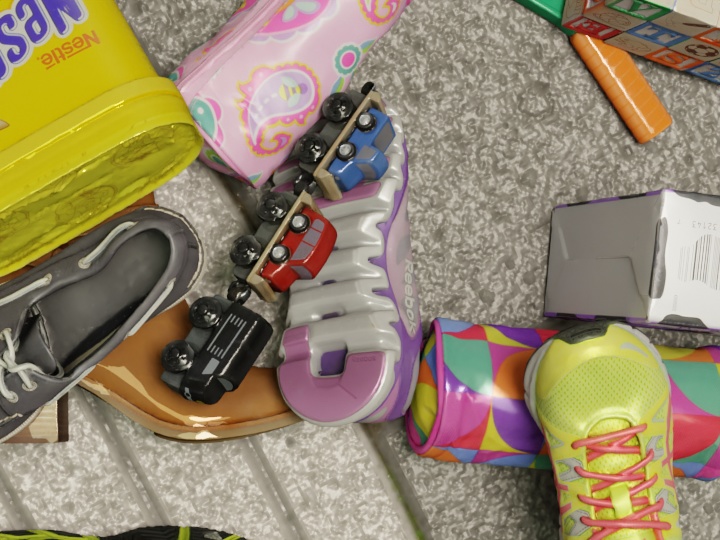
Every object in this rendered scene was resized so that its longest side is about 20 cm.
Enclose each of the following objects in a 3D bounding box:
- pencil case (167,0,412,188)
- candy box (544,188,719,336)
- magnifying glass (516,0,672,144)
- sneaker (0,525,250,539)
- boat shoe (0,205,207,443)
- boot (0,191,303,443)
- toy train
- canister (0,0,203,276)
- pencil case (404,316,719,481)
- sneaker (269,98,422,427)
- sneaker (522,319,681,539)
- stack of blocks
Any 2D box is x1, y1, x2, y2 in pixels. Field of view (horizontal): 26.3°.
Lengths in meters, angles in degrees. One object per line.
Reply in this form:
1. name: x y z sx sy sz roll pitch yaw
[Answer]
1. pencil case: -0.028 -0.141 0.859 0.087 0.087 0.200 41 85 -9
2. candy box: 0.226 0.004 0.871 0.199 0.168 0.072 7 88 -11
3. magnifying glass: 0.123 -0.165 0.928 0.079 0.022 0.200 -37 95 -10
4. sneaker: -0.128 0.187 0.851 0.199 0.075 0.077 2 97 -1
5. boat shoe: -0.168 0.033 0.781 0.199 0.063 0.073 -34 89 -2
6. boot: -0.117 0.017 0.855 0.199 0.077 0.156 0 86 -5
7. toy train: -0.037 -0.016 0.818 0.046 0.034 0.201 26 75 23
8. canister: -0.193 -0.116 0.797 0.148 0.087 0.201 -30 77 -3
9. pencil case: 0.126 0.076 0.896 0.199 0.088 0.089 7 88 -14
10. sneaker: 0.000 0.000 0.872 0.080 0.088 0.201 -9 66 24
11. sneaker: 0.139 0.116 0.818 0.078 0.091 0.201 -14 124 5
12. stack of blocks: 0.232 -0.148 0.889 0.199 0.115 0.059 16 81 -16
